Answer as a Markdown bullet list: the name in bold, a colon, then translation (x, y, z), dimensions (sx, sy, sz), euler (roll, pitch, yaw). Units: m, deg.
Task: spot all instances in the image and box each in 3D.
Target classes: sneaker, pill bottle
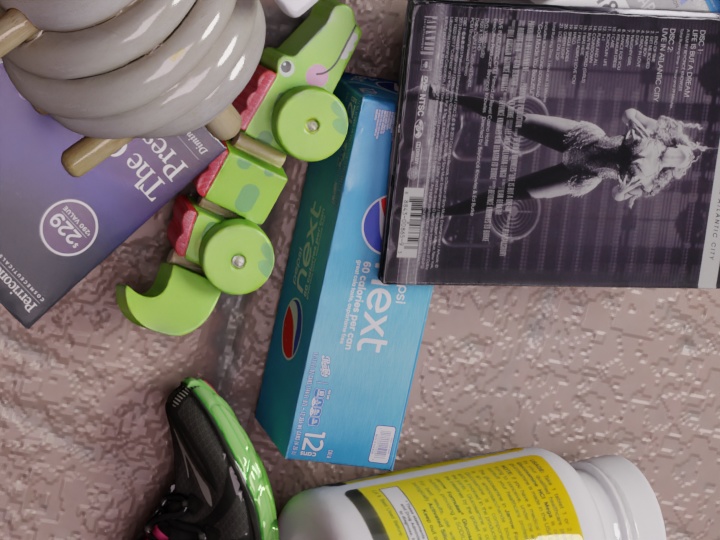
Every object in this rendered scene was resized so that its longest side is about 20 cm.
- **sneaker**: translation (-0.090, 0.157, 1.378), dimensions (0.083, 0.077, 0.201), euler (-7, 107, -17)
- **pill bottle**: translation (0.062, 0.159, 1.391), dimensions (0.199, 0.112, 0.113), euler (-9, 109, -26)

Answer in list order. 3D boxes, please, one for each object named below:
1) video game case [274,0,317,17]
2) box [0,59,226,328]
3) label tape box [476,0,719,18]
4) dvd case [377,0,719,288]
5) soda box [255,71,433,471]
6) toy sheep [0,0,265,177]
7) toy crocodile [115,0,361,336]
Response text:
- **video game case**: translation (-0.012, -0.243, 1.122), dimensions (0.200, 0.024, 0.182), euler (-41, 110, 1)
- **box**: translation (-0.187, -0.094, 1.276), dimensions (0.141, 0.079, 0.200), euler (-41, 112, 2)
- **label tape box**: translation (0.158, -0.114, 1.371), dimensions (0.200, 0.063, 0.145), euler (-32, 112, -4)
- **dvd case**: translation (0.112, -0.064, 1.329), dimensions (0.199, 0.016, 0.149), euler (1, 107, -17)
- **soda box**: translation (0.000, 0.000, 1.359), dimensions (0.064, 0.068, 0.201), euler (8, 104, -19)
- **toy sheep**: translation (-0.111, -0.120, 1.185), dimensions (0.138, 0.138, 0.200), euler (-41, 143, 0)
- **toy crocodile**: translation (-0.060, -0.053, 1.326), dimensions (0.062, 0.068, 0.200), euler (26, 98, -20)
